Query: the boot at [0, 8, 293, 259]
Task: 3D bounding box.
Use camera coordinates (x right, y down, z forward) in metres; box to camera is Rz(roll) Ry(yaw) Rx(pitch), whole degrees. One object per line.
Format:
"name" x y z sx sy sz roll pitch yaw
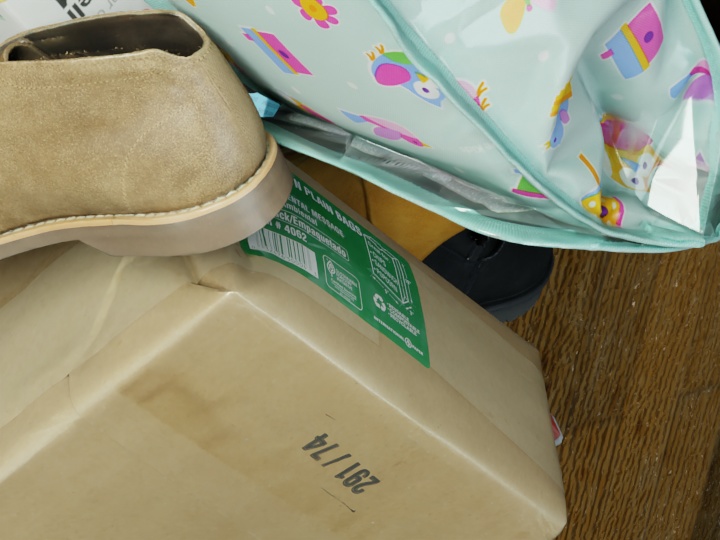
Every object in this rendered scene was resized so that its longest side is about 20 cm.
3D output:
"boot" -0.122 -0.045 0.953 0.076 0.199 0.074 65 31 -31

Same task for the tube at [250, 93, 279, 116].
"tube" -0.048 -0.089 1.095 0.077 0.050 0.201 20 94 -20

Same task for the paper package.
"paper package" -0.052 0.066 1.065 0.190 0.104 0.200 -37 130 21

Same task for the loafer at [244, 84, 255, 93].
"loafer" -0.065 -0.080 1.047 0.200 0.072 0.063 -35 115 7

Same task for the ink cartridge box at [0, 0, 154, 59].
"ink cartridge box" -0.113 -0.167 0.950 0.145 0.084 0.200 -55 140 -13

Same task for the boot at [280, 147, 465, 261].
"boot" -0.001 0.000 1.145 0.071 0.200 0.145 -18 120 -74

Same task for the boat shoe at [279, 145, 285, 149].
"boat shoe" 0.009 -0.112 1.186 0.071 0.064 0.201 16 89 -20

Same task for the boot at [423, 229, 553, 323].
"boot" 0.076 -0.068 1.267 0.165 0.065 0.201 -34 153 -57

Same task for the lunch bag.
"lunch bag" 0.021 -0.087 0.927 0.122 0.170 0.200 -53 132 -13

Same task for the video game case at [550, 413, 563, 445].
"video game case" -0.005 0.069 1.267 0.142 0.018 0.200 -30 147 9

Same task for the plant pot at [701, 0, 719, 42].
"plant pot" 0.180 -0.198 1.329 0.200 0.186 0.188 -48 145 -51
